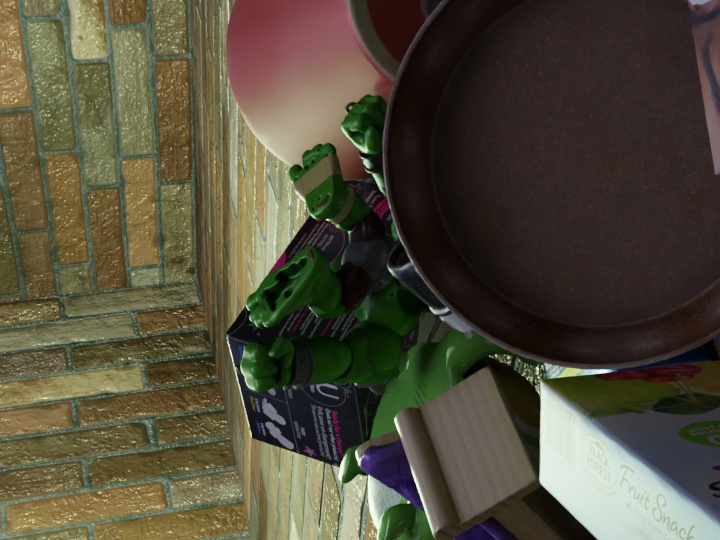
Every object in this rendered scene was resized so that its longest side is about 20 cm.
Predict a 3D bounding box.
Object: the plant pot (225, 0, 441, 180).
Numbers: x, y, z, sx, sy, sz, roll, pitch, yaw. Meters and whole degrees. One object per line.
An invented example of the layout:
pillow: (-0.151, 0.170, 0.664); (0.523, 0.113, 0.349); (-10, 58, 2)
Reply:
plant pot: (0.020, -0.174, 0.876); (0.177, 0.199, 0.202); (171, 92, -66)

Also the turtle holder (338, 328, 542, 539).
turtle holder: (0.075, 0.112, 0.853); (0.141, 0.131, 0.187); (179, 101, -68)

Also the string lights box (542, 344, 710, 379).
string lights box: (0.138, 0.003, 0.699); (0.103, 0.059, 0.201); (110, 151, -64)

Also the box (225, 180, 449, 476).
box: (-0.005, 0.043, 0.983); (0.200, 0.114, 0.133); (-56, -29, -38)

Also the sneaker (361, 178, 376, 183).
sneaker: (-0.002, -0.162, 1.183); (0.078, 0.079, 0.201); (-130, 36, -67)

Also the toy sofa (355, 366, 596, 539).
toy sofa: (0.088, 0.152, 0.706); (0.200, 0.097, 0.083); (47, -163, -44)

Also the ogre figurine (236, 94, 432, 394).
ogre figurine: (0.000, 0.000, 0.802); (0.098, 0.120, 0.201); (-17, 52, 41)

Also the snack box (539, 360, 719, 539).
snack box: (0.166, 0.083, 0.431); (0.200, 0.141, 0.053); (-137, 43, -71)

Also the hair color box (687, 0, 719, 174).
hair color box: (0.190, -0.105, 0.415); (0.200, 0.063, 0.112); (153, 110, -77)

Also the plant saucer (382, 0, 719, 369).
plant saucer: (0.110, -0.056, 0.556); (0.034, 0.199, 0.202); (7, -105, -74)

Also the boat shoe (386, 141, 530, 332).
boat shoe: (0.094, -0.054, 0.622); (0.199, 0.068, 0.074); (-42, 23, 26)
